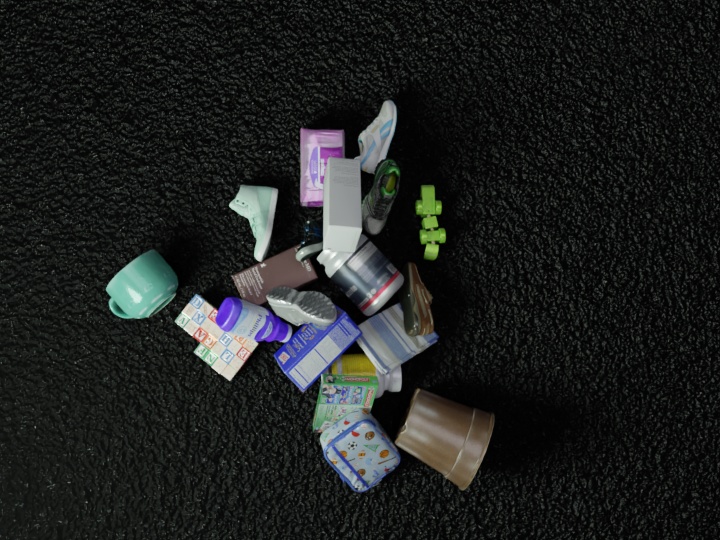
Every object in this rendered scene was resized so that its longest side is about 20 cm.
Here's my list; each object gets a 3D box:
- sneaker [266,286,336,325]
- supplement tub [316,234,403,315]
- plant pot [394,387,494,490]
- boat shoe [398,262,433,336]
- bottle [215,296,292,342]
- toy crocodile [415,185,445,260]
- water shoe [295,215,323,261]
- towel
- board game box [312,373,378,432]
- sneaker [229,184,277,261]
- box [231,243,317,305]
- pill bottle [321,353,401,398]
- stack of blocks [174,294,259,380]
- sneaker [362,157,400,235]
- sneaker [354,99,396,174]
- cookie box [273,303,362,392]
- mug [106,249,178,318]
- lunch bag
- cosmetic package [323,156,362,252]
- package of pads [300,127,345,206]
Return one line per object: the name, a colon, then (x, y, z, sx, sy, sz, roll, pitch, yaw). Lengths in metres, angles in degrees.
sneaker: (-0.134, 0.096, 1.482, 0.198, 0.083, 0.075, 17, 45, 34)
supplement tub: (0.000, 0.000, 1.557, 0.140, 0.140, 0.200, -44, 90, -8)
plant pot: (0.199, 0.402, 1.521, 0.196, 0.200, 0.203, 24, 83, 5)
boat shoe: (0.146, 0.078, 1.584, 0.073, 0.076, 0.203, 6, 61, -21)
bottle: (-0.255, 0.129, 1.509, 0.199, 0.065, 0.084, 27, 96, -42)
toy crocodile: (0.183, -0.128, 1.633, 0.066, 0.062, 0.204, -5, 80, -6)
water shoe: (-0.123, -0.082, 1.534, 0.071, 0.200, 0.080, -29, 96, 22)
towel: (0.087, 0.165, 1.554, 0.198, 0.024, 0.147, -27, 65, -32)
board game box: (-0.039, 0.328, 1.502, 0.132, 0.202, 0.029, 4, 41, -12)
sneaker: (-0.280, -0.123, 1.566, 0.116, 0.074, 0.204, 9, 68, -10)
box: (-0.216, 0.019, 1.569, 0.198, 0.075, 0.101, -26, 87, -9)
pill bottle: (0.000, 0.265, 1.546, 0.196, 0.111, 0.113, -2, 85, -5)
stack of blocks: (-0.366, 0.167, 1.546, 0.199, 0.059, 0.116, 39, 83, -1)
sneaker: (0.051, -0.185, 1.589, 0.077, 0.085, 0.203, 10, 108, -13)
sneaker: (0.041, -0.359, 1.626, 0.080, 0.076, 0.203, 18, 83, -11)
cookie box: (-0.107, 0.180, 1.509, 0.200, 0.171, 0.075, -44, 107, -7)
mug: (-0.525, 0.048, 1.509, 0.115, 0.185, 0.152, 47, 58, -2)
lunch bag: (-0.001, 0.446, 1.509, 0.159, 0.076, 0.201, -35, 117, -2)
cosmetic package: (-0.046, -0.158, 1.478, 0.083, 0.108, 0.203, 3, 62, -11)
package of pads: (-0.098, -0.269, 1.606, 0.118, 0.076, 0.204, -1, 85, -6)
